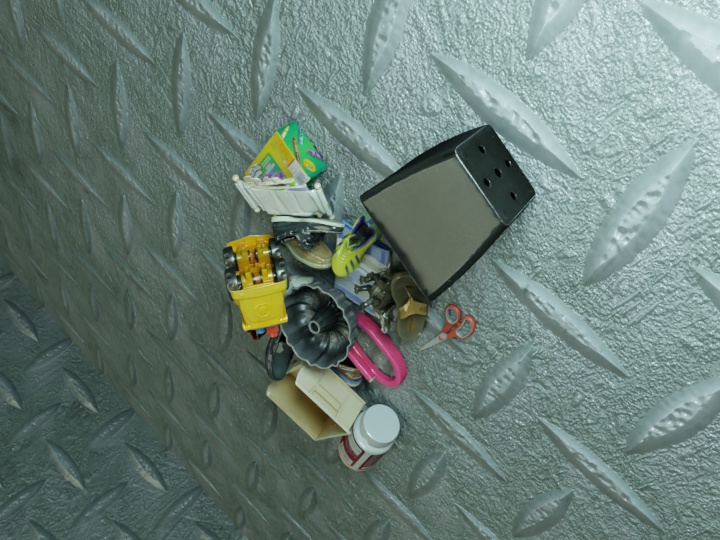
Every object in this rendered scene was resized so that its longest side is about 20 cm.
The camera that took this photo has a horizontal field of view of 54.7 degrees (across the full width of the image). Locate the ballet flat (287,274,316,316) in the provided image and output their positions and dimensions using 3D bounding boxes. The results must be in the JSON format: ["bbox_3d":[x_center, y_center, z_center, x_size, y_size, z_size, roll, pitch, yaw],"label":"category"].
[{"bbox_3d":[-0.118,0.062,1.664,0.200,0.069,0.072,43,126,7],"label":"ballet flat"}]

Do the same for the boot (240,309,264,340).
[{"bbox_3d":[-0.216,0.123,1.744,0.072,0.150,0.204,21,135,36],"label":"boot"}]

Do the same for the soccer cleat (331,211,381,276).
[{"bbox_3d":[-0.015,-0.052,1.393,0.065,0.083,0.200,49,132,9],"label":"soccer cleat"}]

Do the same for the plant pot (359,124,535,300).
[{"bbox_3d":[0.153,-0.110,1.096,0.177,0.199,0.201,-34,93,44],"label":"plant pot"}]

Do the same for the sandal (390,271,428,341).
[{"bbox_3d":[0.102,0.080,1.396,0.055,0.078,0.203,-98,3,-47],"label":"sandal"}]

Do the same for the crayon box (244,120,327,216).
[{"bbox_3d":[-0.162,-0.212,1.476,0.120,0.058,0.199,54,145,-1],"label":"crayon box"}]

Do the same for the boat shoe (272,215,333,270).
[{"bbox_3d":[-0.130,-0.073,1.548,0.198,0.071,0.078,32,127,33],"label":"boat shoe"}]

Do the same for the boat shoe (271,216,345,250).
[{"bbox_3d":[-0.114,-0.077,1.467,0.196,0.074,0.068,6,92,33],"label":"boat shoe"}]

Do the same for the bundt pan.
[{"bbox_3d":[-0.086,0.114,1.581,0.198,0.075,0.207,14,116,29],"label":"bundt pan"}]

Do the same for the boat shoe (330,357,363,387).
[{"bbox_3d":[-0.071,0.202,1.724,0.198,0.072,0.073,31,136,13],"label":"boat shoe"}]

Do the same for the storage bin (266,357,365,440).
[{"bbox_3d":[-0.118,0.321,1.754,0.198,0.094,0.199,44,149,-10],"label":"storage bin"}]

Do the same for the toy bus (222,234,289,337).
[{"bbox_3d":[-0.223,0.044,1.549,0.201,0.132,0.195,-113,13,-53],"label":"toy bus"}]

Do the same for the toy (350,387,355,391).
[{"bbox_3d":[-0.096,0.298,1.845,0.198,0.047,0.117,23,137,37],"label":"toy"}]

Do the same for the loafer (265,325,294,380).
[{"bbox_3d":[-0.186,0.177,1.690,0.070,0.067,0.205,28,110,51],"label":"loafer"}]

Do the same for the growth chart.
[{"bbox_3d":[-0.159,-0.152,1.442,0.195,0.018,0.146,6,152,11],"label":"growth chart"}]

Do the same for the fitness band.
[{"bbox_3d":[0.026,0.189,1.621,0.201,0.037,0.144,50,145,4],"label":"fitness band"}]

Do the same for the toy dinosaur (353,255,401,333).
[{"bbox_3d":[0.049,0.033,1.431,0.078,0.100,0.203,-119,34,-47],"label":"toy dinosaur"}]

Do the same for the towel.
[{"bbox_3d":[0.000,0.000,1.501,0.146,0.024,0.203,33,140,25],"label":"towel"}]

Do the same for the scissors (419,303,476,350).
[{"bbox_3d":[0.176,0.138,1.423,0.073,0.014,0.201,42,142,13],"label":"scissors"}]

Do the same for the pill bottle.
[{"bbox_3d":[0.022,0.420,1.755,0.114,0.114,0.201,45,144,10],"label":"pill bottle"}]
